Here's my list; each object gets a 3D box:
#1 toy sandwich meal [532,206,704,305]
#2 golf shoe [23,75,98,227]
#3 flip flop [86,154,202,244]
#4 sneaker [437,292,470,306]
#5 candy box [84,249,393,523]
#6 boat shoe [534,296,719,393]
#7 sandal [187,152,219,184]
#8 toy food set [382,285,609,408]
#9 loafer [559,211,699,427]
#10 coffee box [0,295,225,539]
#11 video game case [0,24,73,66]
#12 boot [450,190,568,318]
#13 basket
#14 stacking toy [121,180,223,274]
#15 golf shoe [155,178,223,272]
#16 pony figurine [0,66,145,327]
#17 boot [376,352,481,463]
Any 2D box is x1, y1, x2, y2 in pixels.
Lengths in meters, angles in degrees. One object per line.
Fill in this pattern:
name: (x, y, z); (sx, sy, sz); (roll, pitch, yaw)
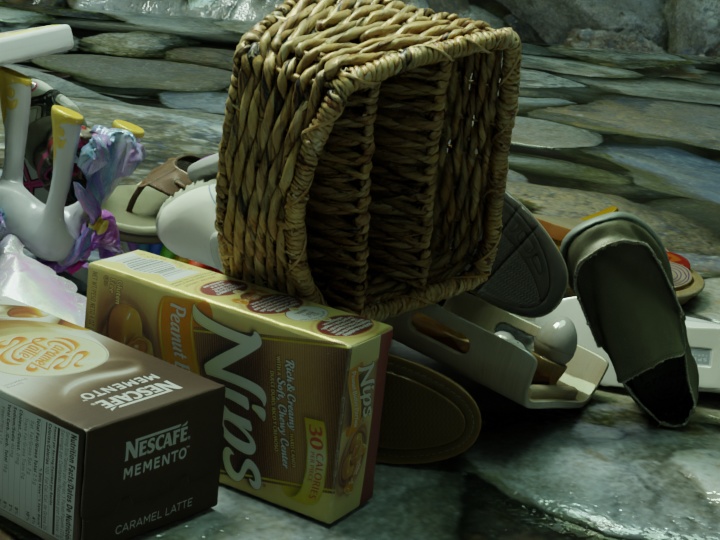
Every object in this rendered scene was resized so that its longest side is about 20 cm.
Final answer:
toy sandwich meal: (0.243, -0.020, 1.426); (0.205, 0.070, 0.205); (7, 16, -2)
golf shoe: (-0.261, -0.086, 1.238); (0.073, 0.200, 0.092); (-26, 69, -26)
flip flop: (-0.133, -0.068, 1.205); (0.200, 0.058, 0.081); (-6, 33, -9)
sneaker: (0.051, -0.034, 1.224); (0.066, 0.200, 0.091); (-39, 17, 2)
candy box: (-0.082, 0.068, 0.909); (0.200, 0.116, 0.055); (16, 20, 28)
boat shoe: (0.240, 0.061, 1.171); (0.200, 0.072, 0.069); (2, -6, 7)
sandal: (-0.040, -0.105, 1.138); (0.202, 0.050, 0.082); (-13, -21, 18)
toy food set: (0.093, 0.043, 1.059); (0.143, 0.060, 0.200); (26, 5, 23)
loafer: (0.206, 0.039, 1.050); (0.075, 0.200, 0.070); (-27, 37, 10)
coffee box: (-0.191, 0.086, 0.866); (0.200, 0.080, 0.114); (18, 20, 33)
video game case: (-0.348, -0.154, 1.096); (0.182, 0.023, 0.200); (-3, 14, 28)
boot: (0.090, -0.028, 1.097); (0.200, 0.073, 0.151); (35, 5, 25)
basket: (0.003, -0.059, 0.906); (0.149, 0.200, 0.143); (20, 39, 18)
stacking toy: (-0.135, -0.010, 1.235); (0.085, 0.085, 0.200); (-3, 25, -31)
golf shoe: (-0.080, -0.015, 1.102); (0.200, 0.078, 0.097); (5, 40, 25)
pony figurine: (-0.238, -0.028, 1.098); (0.193, 0.200, 0.167); (24, 13, 5)
boot: (-0.003, 0.074, 1.027); (0.200, 0.077, 0.155); (3, 11, 14)
